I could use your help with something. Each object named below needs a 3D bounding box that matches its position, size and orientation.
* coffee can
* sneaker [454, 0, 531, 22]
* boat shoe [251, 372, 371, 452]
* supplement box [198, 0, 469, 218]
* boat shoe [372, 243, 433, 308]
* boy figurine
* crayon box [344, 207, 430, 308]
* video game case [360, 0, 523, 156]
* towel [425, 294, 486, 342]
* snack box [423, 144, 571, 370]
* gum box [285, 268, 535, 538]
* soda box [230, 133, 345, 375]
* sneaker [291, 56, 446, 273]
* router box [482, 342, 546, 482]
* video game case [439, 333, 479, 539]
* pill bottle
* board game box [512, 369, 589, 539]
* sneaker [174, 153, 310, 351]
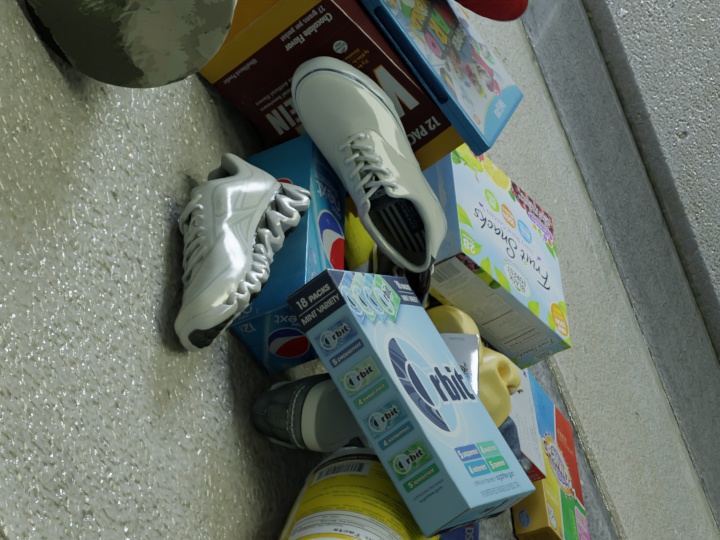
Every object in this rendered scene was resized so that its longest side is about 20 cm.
[{"bbox_3d":[-0.145,-0.240,1.254,0.147,0.145,0.201,61,21,-28],"label":"coffee can"},{"bbox_3d":[0.062,-0.262,1.466,0.200,0.071,0.113,39,27,-16],"label":"sneaker"},{"bbox_3d":[-0.023,0.107,1.397,0.200,0.061,0.073,0,92,-69],"label":"boat shoe"},{"bbox_3d":[-0.017,-0.197,1.530,0.200,0.132,0.198,42,30,-27],"label":"supplement box"},{"bbox_3d":[0.040,0.012,1.523,0.067,0.057,0.200,65,19,-17],"label":"boat shoe"},{"bbox_3d":[0.099,0.123,1.677,0.064,0.124,0.201,26,-36,53],"label":"boy figurine"},{"bbox_3d":[0.000,0.000,1.592,0.128,0.050,0.200,70,19,-3],"label":"crayon box"},{"bbox_3d":[0.061,-0.202,1.497,0.200,0.018,0.143,53,27,-9],"label":"video game case"},{"bbox_3d":[0.081,-0.012,1.782,0.199,0.034,0.194,-10,75,-56],"label":"towel"},{"bbox_3d":[0.122,-0.023,1.737,0.200,0.067,0.170,38,36,-40],"label":"snack box"},{"bbox_3d":[0.041,0.096,1.327,0.201,0.044,0.170,58,17,14],"label":"gum box"},{"bbox_3d":[-0.055,-0.016,1.419,0.064,0.067,0.201,55,24,-38],"label":"soda box"},{"bbox_3d":[0.013,-0.084,1.439,0.200,0.073,0.071,52,18,-25],"label":"sneaker"},{"bbox_3d":[0.128,0.104,1.865,0.180,0.049,0.201,46,31,-53],"label":"router box"},{"bbox_3d":[0.079,0.189,1.528,0.182,0.045,0.201,-88,177,-49],"label":"video game case"},{"bbox_3d":[-0.010,0.218,1.251,0.113,0.112,0.200,65,19,-16],"label":"pill bottle"},{"bbox_3d":[0.205,0.231,1.978,0.153,0.040,0.201,49,28,-49],"label":"board game box"},{"bbox_3d":[-0.104,-0.015,1.299,0.081,0.075,0.200,39,33,-11],"label":"sneaker"}]
